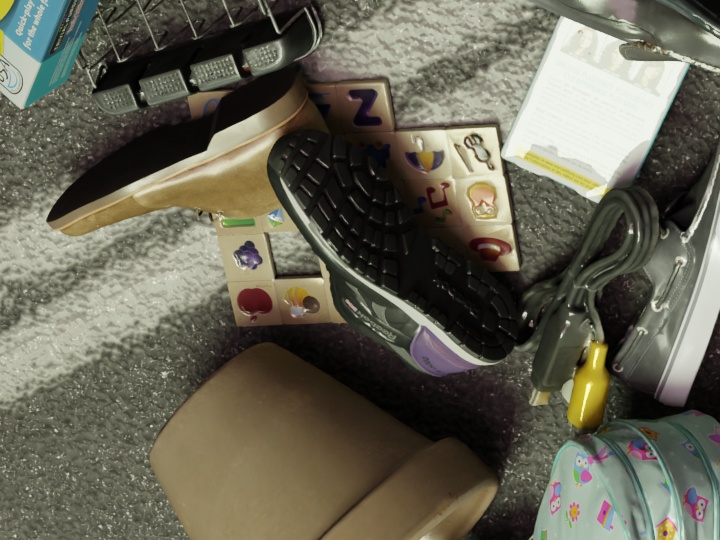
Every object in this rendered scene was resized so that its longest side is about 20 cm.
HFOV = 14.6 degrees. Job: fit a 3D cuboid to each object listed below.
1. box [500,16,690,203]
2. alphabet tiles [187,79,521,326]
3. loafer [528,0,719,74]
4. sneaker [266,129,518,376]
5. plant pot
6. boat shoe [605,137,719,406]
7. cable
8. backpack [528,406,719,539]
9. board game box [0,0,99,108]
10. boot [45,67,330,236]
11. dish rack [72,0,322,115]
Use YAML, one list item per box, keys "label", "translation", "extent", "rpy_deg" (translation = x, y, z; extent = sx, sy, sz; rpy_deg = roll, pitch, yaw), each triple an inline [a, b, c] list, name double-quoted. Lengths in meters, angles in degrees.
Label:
- label: "box"
  translation: [0.157, -0.140, 1.644]
  extent: [0.082, 0.049, 0.201]
  rpy_deg: [25, 122, 3]
- label: "alphabet tiles"
  translation: [-0.001, -0.042, 1.773]
  extent: [0.199, 0.008, 0.168]
  rpy_deg: [-2, 116, 18]
- label: "loafer"
  translation: [0.169, -0.148, 1.571]
  extent: [0.199, 0.073, 0.072]
  rpy_deg: [33, 131, 9]
- label: "sneaker"
  translation: [0.000, 0.000, 1.735]
  extent: [0.200, 0.076, 0.087]
  rpy_deg: [44, 140, -21]
- label: "plant pot"
  translation: [-0.037, 0.142, 1.795]
  extent: [0.175, 0.200, 0.200]
  rpy_deg: [46, 123, 12]
- label: "boat shoe"
  translation: [0.193, -0.007, 1.699]
  extent: [0.066, 0.070, 0.201]
  rpy_deg: [18, 129, 6]
- label: "cable"
  translation: [0.142, 0.014, 1.712]
  extent: [0.050, 0.097, 0.201]
  rpy_deg: [0, 133, -24]
- label: "backpack"
  translation: [0.176, 0.185, 1.726]
  extent: [0.167, 0.126, 0.201]
  rpy_deg: [49, 138, 41]
- label: "board game box"
  translation: [-0.241, -0.217, 1.682]
  extent: [0.200, 0.047, 0.151]
  rpy_deg: [41, 136, 11]
- label: "boot"
  translation: [-0.106, -0.053, 1.760]
  extent: [0.199, 0.074, 0.076]
  rpy_deg: [-21, 119, 24]
- label: "dish rack"
  translation: [-0.127, -0.196, 1.703]
  extent: [0.153, 0.055, 0.201]
  rpy_deg: [-14, 110, 23]
